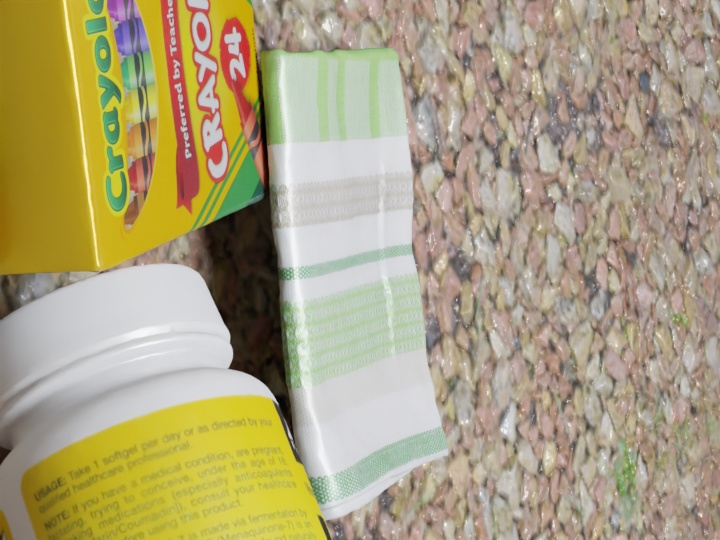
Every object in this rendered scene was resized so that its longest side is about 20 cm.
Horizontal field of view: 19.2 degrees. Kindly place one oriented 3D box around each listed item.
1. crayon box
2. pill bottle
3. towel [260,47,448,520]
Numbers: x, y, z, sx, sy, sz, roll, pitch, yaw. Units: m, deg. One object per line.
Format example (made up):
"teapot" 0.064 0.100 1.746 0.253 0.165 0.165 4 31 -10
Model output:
"crayon box" -0.097 -0.072 0.809 0.200 0.051 0.127 -33 119 -66
"pill bottle" -0.067 0.106 0.776 0.114 0.114 0.200 2 60 -53
"towel" 0.000 0.000 0.952 0.149 0.031 0.200 -19 104 -71
